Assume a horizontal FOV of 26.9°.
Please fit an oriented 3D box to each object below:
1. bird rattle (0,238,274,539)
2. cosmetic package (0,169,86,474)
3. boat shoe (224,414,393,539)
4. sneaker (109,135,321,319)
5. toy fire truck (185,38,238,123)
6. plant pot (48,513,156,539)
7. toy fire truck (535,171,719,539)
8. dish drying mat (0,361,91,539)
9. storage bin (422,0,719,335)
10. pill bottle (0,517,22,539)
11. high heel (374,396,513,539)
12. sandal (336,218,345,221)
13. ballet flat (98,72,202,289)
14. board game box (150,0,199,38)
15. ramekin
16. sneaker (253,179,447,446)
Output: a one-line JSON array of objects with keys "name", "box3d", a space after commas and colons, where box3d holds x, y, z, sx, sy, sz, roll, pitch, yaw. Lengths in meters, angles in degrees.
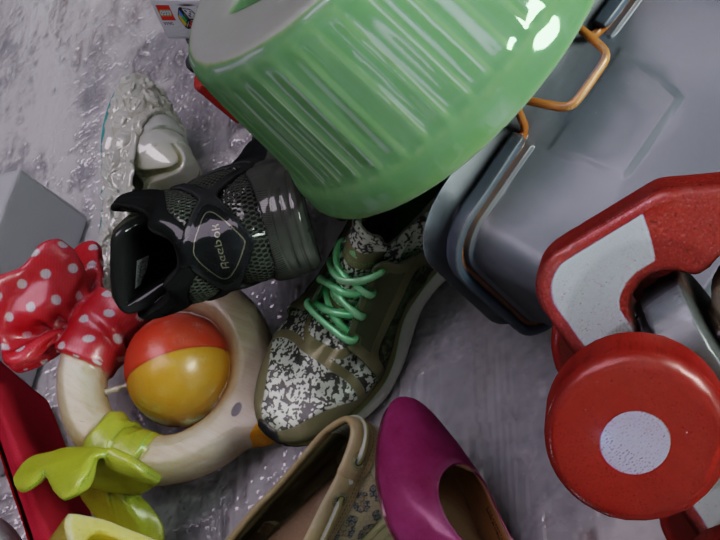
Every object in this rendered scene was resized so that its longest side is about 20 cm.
[{"name": "bird rattle", "box3d": [-0.129, 0.063, 0.873, 0.162, 0.113, 0.201, -16, 53, -1]}, {"name": "cosmetic package", "box3d": [-0.272, 0.039, 1.038, 0.101, 0.071, 0.201, -9, 57, 38]}, {"name": "boat shoe", "box3d": [-0.052, 0.154, 0.764, 0.200, 0.063, 0.073, -50, 42, 3]}, {"name": "sneaker", "box3d": [-0.085, -0.028, 0.846, 0.114, 0.077, 0.199, -13, 13, -2]}, {"name": "toy fire truck", "box3d": [-0.049, -0.172, 1.005, 0.141, 0.049, 0.201, -28, 45, 24]}, {"name": "plant pot", "box3d": [-0.096, 0.263, 0.641, 0.200, 0.194, 0.196, -45, 41, 17]}, {"name": "toy fire truck", "box3d": [0.166, 0.047, 0.556, 0.167, 0.200, 0.112, -31, 10, 17]}, {"name": "dish drying mat", "box3d": [-0.189, 0.126, 0.897, 0.018, 0.077, 0.200, -39, 42, 2]}, {"name": "storage bin", "box3d": [0.145, -0.045, 0.683, 0.134, 0.145, 0.200, 34, 86, 39]}, {"name": "pill bottle", "box3d": [-0.197, 0.224, 0.806, 0.113, 0.113, 0.200, -49, 41, 3]}, {"name": "high heel", "box3d": [0.074, 0.124, 0.668, 0.096, 0.067, 0.201, -41, 56, 26]}, {"name": "sandal", "box3d": [-0.007, -0.076, 0.834, 0.075, 0.048, 0.200, -49, 8, 4]}, {"name": "ballet flat", "box3d": [-0.133, -0.040, 0.977, 0.071, 0.072, 0.201, -14, 62, 35]}, {"name": "board game box", "box3d": [-0.030, -0.219, 0.969, 0.126, 0.035, 0.200, 7, 47, 34]}, {"name": "ramekin", "box3d": [0.010, -0.133, 0.706, 0.200, 0.098, 0.201, -38, 29, 26]}, {"name": "sneaker", "box3d": [0.000, 0.000, 0.794, 0.077, 0.089, 0.200, 33, 86, 27]}]
